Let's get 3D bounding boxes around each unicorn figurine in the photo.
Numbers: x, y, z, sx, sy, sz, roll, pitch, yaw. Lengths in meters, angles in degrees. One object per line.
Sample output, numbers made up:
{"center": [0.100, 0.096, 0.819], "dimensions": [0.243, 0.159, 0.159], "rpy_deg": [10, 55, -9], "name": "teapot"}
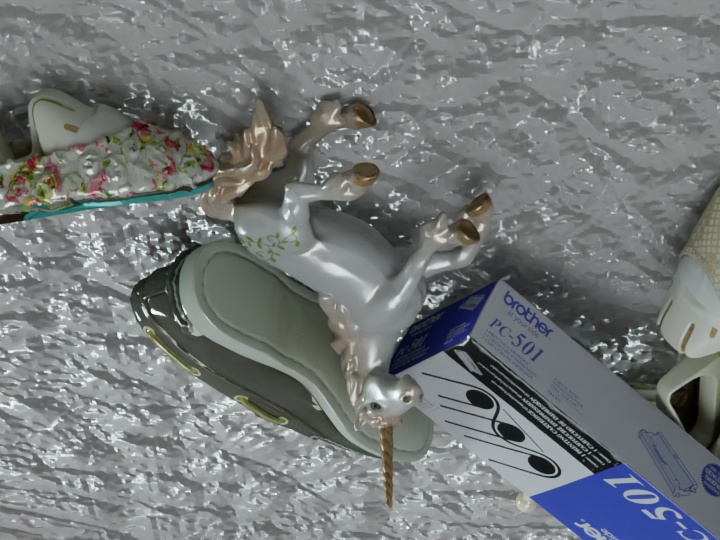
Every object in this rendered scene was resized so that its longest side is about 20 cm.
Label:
{"center": [0.000, 0.000, 1.121], "dimensions": [0.200, 0.074, 0.137], "rpy_deg": [45, 125, -4], "name": "unicorn figurine"}

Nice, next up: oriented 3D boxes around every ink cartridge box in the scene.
{"center": [0.117, 0.092, 1.192], "dimensions": [0.200, 0.044, 0.094], "rpy_deg": [39, 148, -14], "name": "ink cartridge box"}

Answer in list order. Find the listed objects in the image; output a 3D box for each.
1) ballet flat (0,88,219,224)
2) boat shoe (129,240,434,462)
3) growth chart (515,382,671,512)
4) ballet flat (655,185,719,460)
{"center": [-0.172, -0.055, 1.073], "dimensions": [0.200, 0.076, 0.064], "rpy_deg": [-9, 105, 3], "name": "ballet flat"}
{"center": [-0.038, 0.049, 1.189], "dimensions": [0.060, 0.072, 0.202], "rpy_deg": [-17, 141, 39], "name": "boat shoe"}
{"center": [0.198, 0.113, 1.299], "dimensions": [0.200, 0.018, 0.145], "rpy_deg": [4, 139, -1], "name": "growth chart"}
{"center": [0.188, 0.042, 1.162], "dimensions": [0.062, 0.067, 0.200], "rpy_deg": [-24, 135, -15], "name": "ballet flat"}
